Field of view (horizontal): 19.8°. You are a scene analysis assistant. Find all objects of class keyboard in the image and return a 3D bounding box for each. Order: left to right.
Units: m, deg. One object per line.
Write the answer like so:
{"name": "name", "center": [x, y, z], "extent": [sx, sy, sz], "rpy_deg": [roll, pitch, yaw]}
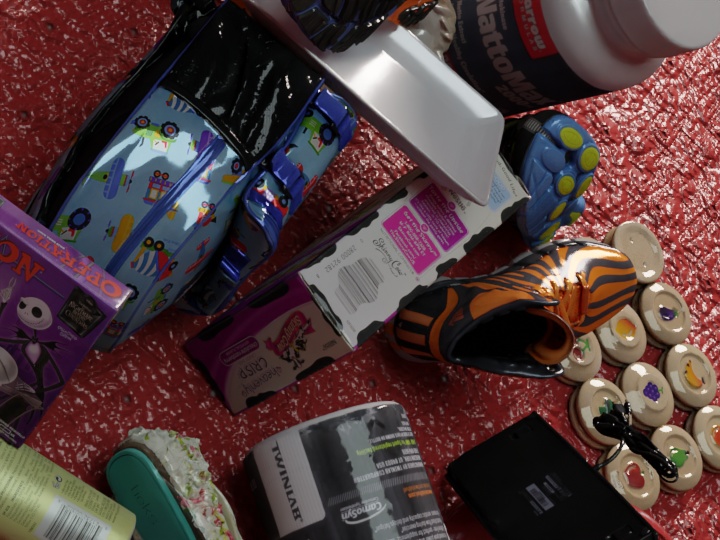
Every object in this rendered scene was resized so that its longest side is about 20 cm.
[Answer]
{"name": "keyboard", "center": [0.136, 0.135, 1.289], "extent": [0.127, 0.200, 0.021], "rpy_deg": [-30, 114, -6]}

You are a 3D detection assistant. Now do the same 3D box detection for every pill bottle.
{"name": "pill bottle", "center": [0.008, 0.188, 1.236], "extent": [0.106, 0.106, 0.201], "rpy_deg": [-9, 74, -39]}
{"name": "pill bottle", "center": [0.139, -0.173, 1.370], "extent": [0.119, 0.200, 0.120], "rpy_deg": [7, 79, -39]}

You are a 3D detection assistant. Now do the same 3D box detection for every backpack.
{"name": "backpack", "center": [-0.117, -0.037, 1.202], "extent": [0.134, 0.183, 0.200], "rpy_deg": [37, 54, -5]}

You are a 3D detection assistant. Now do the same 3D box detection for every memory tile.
{"name": "memory tile", "center": [0.197, 0.067, 1.495], "extent": [0.153, 0.017, 0.201], "rpy_deg": [-16, 78, -40]}

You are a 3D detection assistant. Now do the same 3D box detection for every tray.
{"name": "tray", "center": [0.006, -0.124, 1.253], "extent": [0.200, 0.022, 0.108], "rpy_deg": [40, 34, -16]}

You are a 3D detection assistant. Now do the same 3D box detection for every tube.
{"name": "tube", "center": [-0.220, 0.108, 1.150], "extent": [0.200, 0.052, 0.058], "rpy_deg": [33, 11, -15]}

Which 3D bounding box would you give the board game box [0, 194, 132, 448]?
{"name": "board game box", "center": [-0.235, -0.004, 1.118], "extent": [0.200, 0.120, 0.032], "rpy_deg": [36, 27, -4]}

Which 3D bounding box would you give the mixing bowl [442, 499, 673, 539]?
{"name": "mixing bowl", "center": [0.145, 0.220, 1.323], "extent": [0.199, 0.108, 0.201], "rpy_deg": [16, 60, -31]}

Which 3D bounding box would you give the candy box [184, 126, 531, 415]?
{"name": "candy box", "center": [0.000, 0.000, 1.302], "extent": [0.061, 0.136, 0.200], "rpy_deg": [54, 49, -5]}

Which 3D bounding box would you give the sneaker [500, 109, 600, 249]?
{"name": "sneaker", "center": [0.113, -0.069, 1.407], "extent": [0.071, 0.200, 0.083], "rpy_deg": [-41, 81, -5]}

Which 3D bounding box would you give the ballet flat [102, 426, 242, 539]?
{"name": "ballet flat", "center": [-0.083, 0.180, 1.200], "extent": [0.064, 0.075, 0.201], "rpy_deg": [-14, 81, -56]}

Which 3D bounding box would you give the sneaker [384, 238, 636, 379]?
{"name": "sneaker", "center": [0.124, 0.034, 1.376], "extent": [0.199, 0.112, 0.078], "rpy_deg": [-16, 108, -29]}

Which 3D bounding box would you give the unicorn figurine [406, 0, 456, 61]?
{"name": "unicorn figurine", "center": [-0.001, -0.209, 1.339], "extent": [0.137, 0.074, 0.201], "rpy_deg": [-1, 87, -36]}

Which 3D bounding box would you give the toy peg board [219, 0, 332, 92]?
{"name": "toy peg board", "center": [-0.027, -0.211, 1.430], "extent": [0.199, 0.098, 0.200], "rpy_deg": [-18, 95, -40]}

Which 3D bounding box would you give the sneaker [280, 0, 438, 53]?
{"name": "sneaker", "center": [-0.004, -0.184, 1.228], "extent": [0.078, 0.075, 0.200], "rpy_deg": [45, 23, 9]}
